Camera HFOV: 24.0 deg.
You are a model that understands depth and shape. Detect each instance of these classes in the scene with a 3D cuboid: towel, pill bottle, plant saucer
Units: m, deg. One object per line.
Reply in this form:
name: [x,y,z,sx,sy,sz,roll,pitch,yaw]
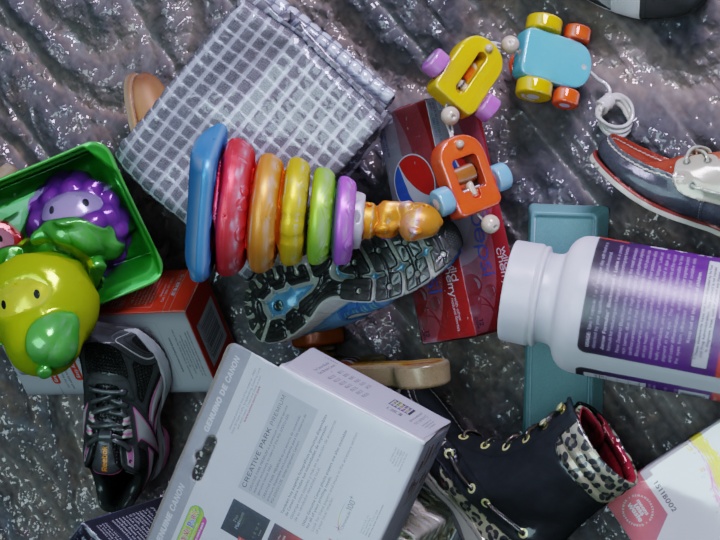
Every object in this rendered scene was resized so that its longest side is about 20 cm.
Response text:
towel: [-0.088,-0.115,1.407,0.166,0.086,0.200,42,108,3]
pill bottle: [0.214,0.034,1.345,0.199,0.111,0.112,11,97,11]
plant saucer: [0.171,0.045,1.425,0.070,0.019,0.201,3,95,21]

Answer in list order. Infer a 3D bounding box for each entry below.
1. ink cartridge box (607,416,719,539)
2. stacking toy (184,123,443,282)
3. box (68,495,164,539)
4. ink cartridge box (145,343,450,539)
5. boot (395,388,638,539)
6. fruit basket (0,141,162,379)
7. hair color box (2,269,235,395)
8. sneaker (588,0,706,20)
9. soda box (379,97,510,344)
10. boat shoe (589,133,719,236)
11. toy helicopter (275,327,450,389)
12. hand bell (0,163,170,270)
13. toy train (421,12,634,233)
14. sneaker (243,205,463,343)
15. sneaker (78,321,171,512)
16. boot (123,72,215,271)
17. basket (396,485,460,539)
ink cartridge box: [0.311,0.171,1.352,0.200,0.067,0.117,-38,79,19]
stacking toy: [-0.035,-0.044,1.327,0.199,0.116,0.110,5,111,0]
box: [-0.212,0.312,1.488,0.123,0.198,0.200,44,106,15]
ink cartridge box: [-0.052,0.173,1.342,0.175,0.084,0.201,28,104,13]
boot: [0.125,0.143,1.395,0.154,0.073,0.204,-46,62,27]
fruit basket: [-0.276,-0.004,1.425,0.215,0.216,0.156,-17,108,21]
hair color box: [-0.223,0.057,1.527,0.199,0.061,0.102,-3,130,20]
sneaker: [0.185,-0.255,1.366,0.199,0.088,0.074,21,99,17]
soda box: [0.075,-0.043,1.420,0.070,0.063,0.201,-13,89,49]
boat shoe: [0.280,-0.064,1.345,0.199,0.071,0.063,28,117,11]
toy helicopter: [-0.014,0.087,1.412,0.199,0.132,0.079,-4,92,42]
hand bell: [-0.251,-0.017,1.558,0.199,0.104,0.105,20,100,5]
toy train: [0.119,-0.123,1.381,0.200,0.056,0.151,-27,94,-23]
sneaker: [0.000,0.000,1.409,0.199,0.090,0.079,-22,79,28]
sneaker: [-0.211,0.135,1.490,0.080,0.086,0.201,3,130,14]
boot: [-0.107,-0.115,1.494,0.154,0.074,0.200,-29,94,20]
basket: [-0.028,0.222,1.453,0.199,0.123,0.136,27,103,16]
